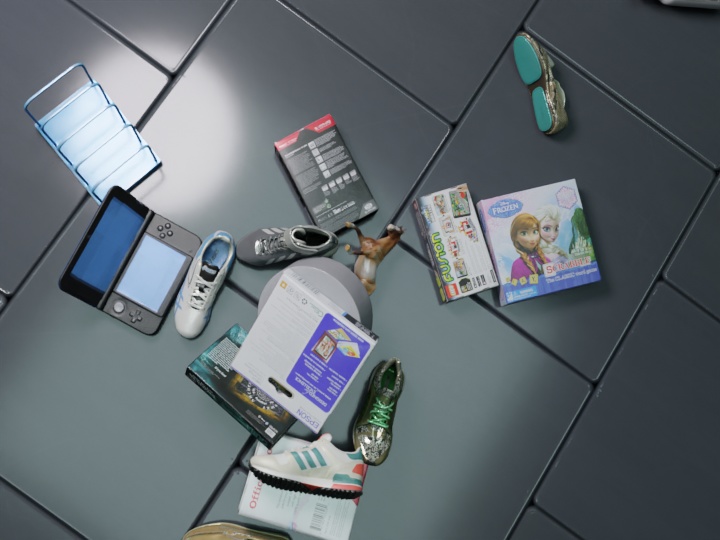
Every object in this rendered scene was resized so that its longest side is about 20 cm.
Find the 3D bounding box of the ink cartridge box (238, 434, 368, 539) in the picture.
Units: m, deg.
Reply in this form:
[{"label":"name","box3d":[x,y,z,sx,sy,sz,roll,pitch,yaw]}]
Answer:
[{"label":"ink cartridge box","box3d":[-0.099,0.375,1.404,0.196,0.086,0.151,18,79,-2]}]

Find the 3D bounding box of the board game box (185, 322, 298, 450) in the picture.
[{"label":"board game box","box3d":[-0.187,0.198,1.399,0.199,0.028,0.135,39,48,10]}]

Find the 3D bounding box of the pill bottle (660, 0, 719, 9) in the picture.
[{"label":"pill bottle","box3d":[0.652,-0.589,1.609,0.195,0.114,0.117,2,82,-6]}]

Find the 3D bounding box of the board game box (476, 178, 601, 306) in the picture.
[{"label":"board game box","box3d":[0.339,-0.054,1.536,0.195,0.041,0.204,-13,84,-8]}]

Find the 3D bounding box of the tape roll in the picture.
[{"label":"tape roll","box3d":[-0.079,0.082,1.404,0.196,0.066,0.205,7,109,21]}]

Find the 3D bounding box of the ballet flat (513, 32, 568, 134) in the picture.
[{"label":"ballet flat","box3d":[0.359,-0.368,1.577,0.074,0.067,0.204,-19,90,-31]}]

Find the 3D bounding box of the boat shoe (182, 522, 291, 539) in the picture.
[{"label":"boat shoe","box3d":[-0.212,0.475,1.380,0.195,0.076,0.074,1,84,-3]}]

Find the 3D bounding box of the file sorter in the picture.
[{"label":"file sorter","box3d":[-0.474,-0.240,1.426,0.138,0.123,0.201,-40,88,-11]}]

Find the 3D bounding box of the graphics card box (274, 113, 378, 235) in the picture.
[{"label":"graphics card box","box3d":[-0.064,-0.171,1.500,0.124,0.051,0.203,-28,86,-9]}]

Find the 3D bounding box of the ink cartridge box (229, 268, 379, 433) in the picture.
[{"label":"ink cartridge box","box3d":[-0.096,0.137,1.359,0.197,0.043,0.202,36,109,7]}]

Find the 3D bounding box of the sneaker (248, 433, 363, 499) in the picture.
[{"label":"sneaker","box3d":[-0.087,0.319,1.347,0.195,0.071,0.095,11,61,-3]}]

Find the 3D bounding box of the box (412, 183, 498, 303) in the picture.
[{"label":"box","box3d":[0.178,-0.051,1.520,0.108,0.035,0.204,-16,84,-8]}]

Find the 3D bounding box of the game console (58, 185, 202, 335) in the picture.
[{"label":"game console","box3d":[-0.396,-0.014,1.406,0.168,0.118,0.203,27,81,-2]}]

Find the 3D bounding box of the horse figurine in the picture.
[{"label":"horse figurine","box3d":[0.000,0.000,1.461,0.049,0.131,0.204,22,96,39]}]

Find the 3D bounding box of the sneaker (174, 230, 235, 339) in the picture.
[{"label":"sneaker","box3d":[-0.282,0.023,1.439,0.071,0.072,0.204,21,82,-5]}]

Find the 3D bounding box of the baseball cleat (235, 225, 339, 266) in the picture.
[{"label":"baseball cleat","box3d":[-0.138,-0.053,1.427,0.195,0.106,0.071,-7,78,9]}]

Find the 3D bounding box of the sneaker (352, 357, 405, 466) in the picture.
[{"label":"sneaker","box3d":[0.034,0.238,1.412,0.075,0.089,0.204,13,59,1]}]
